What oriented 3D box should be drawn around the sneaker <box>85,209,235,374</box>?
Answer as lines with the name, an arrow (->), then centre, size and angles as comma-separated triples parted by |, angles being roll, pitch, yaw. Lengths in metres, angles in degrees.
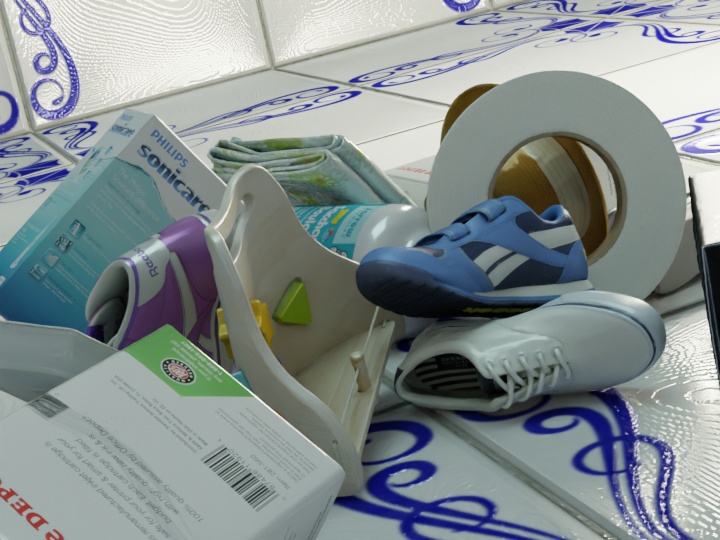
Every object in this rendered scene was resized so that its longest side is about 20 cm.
sneaker -> -0.153, 0.048, 1.136 | 0.114, 0.202, 0.073 | -28, 54, -31

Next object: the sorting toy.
sorting toy -> -0.055, 0.029, 1.059 | 0.106, 0.182, 0.201 | -13, 24, 17

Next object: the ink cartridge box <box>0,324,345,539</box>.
ink cartridge box -> -0.127, 0.134, 0.853 | 0.146, 0.085, 0.199 | 38, 38, 18

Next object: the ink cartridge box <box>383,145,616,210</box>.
ink cartridge box -> 0.134, -0.077, 1.523 | 0.198, 0.089, 0.145 | -17, 15, -24

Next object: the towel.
towel -> -0.027, -0.053, 1.415 | 0.170, 0.200, 0.049 | 4, 61, 44

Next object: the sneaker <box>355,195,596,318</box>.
sneaker -> 0.080, -0.010, 1.123 | 0.198, 0.083, 0.074 | 1, -11, -34

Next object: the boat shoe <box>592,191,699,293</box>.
boat shoe -> 0.280, -0.045, 1.309 | 0.198, 0.076, 0.092 | -21, 23, -28

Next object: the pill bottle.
pill bottle -> 0.000, 0.000, 1.306 | 0.198, 0.112, 0.110 | 0, 19, 41

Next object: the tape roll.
tape roll -> 0.149, -0.051, 1.199 | 0.200, 0.205, 0.037 | -12, 4, 2

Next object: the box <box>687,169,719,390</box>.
box -> 0.325, -0.001, 1.031 | 0.198, 0.125, 0.197 | -9, 13, 12

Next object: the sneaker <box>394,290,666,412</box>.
sneaker -> 0.114, 0.067, 1.077 | 0.198, 0.074, 0.071 | -13, 22, 34

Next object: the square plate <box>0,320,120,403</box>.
square plate -> -0.199, 0.084, 1.124 | 0.197, 0.029, 0.199 | 2, -22, 42

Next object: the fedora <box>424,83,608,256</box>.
fedora -> 0.114, -0.056, 1.291 | 0.081, 0.203, 0.200 | -30, 22, -28

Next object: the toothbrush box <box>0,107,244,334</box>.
toothbrush box -> -0.194, -0.010, 1.277 | 0.200, 0.146, 0.085 | -50, 25, -8
